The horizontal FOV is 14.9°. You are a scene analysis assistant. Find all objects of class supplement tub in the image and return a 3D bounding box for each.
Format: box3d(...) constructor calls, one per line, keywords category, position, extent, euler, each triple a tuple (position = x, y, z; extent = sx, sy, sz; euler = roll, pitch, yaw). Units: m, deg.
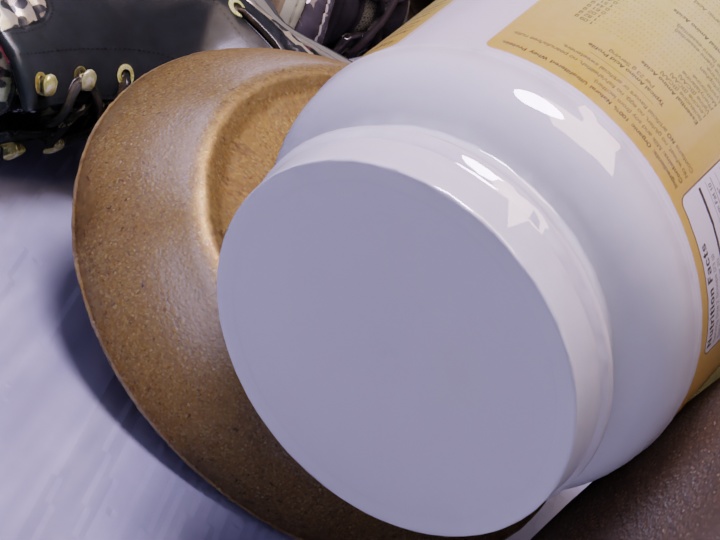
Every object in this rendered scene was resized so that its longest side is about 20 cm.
box3d(category="supplement tub", position=(0.061, -0.022, 0.850), extent=(0.144, 0.145, 0.200), euler=(39, 44, 10))

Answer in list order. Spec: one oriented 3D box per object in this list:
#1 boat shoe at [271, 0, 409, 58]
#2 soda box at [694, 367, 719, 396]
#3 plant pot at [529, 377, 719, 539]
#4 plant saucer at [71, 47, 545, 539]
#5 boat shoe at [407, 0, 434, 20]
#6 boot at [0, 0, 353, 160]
box3d(category="boat shoe", position=(-0.008, -0.124, 1.185), extent=(0.065, 0.072, 0.200), euler=(27, 19, -5))
box3d(category="soda box", position=(0.143, 0.014, 1.127), extent=(0.064, 0.068, 0.200), euler=(32, 24, -7))
box3d(category="plant pot", position=(0.155, 0.091, 0.837), extent=(0.186, 0.200, 0.187), euler=(28, 24, -14))
box3d(category="plant saucer", position=(0.000, 0.000, 0.919), extent=(0.199, 0.035, 0.201), euler=(19, 50, -24))
box3d(category="boat shoe", position=(0.071, -0.084, 1.232), extent=(0.064, 0.072, 0.200), euler=(-16, 37, -11))
box3d(category="boot", position=(-0.071, -0.053, 0.981), extent=(0.204, 0.074, 0.153), euler=(48, 33, 17))
